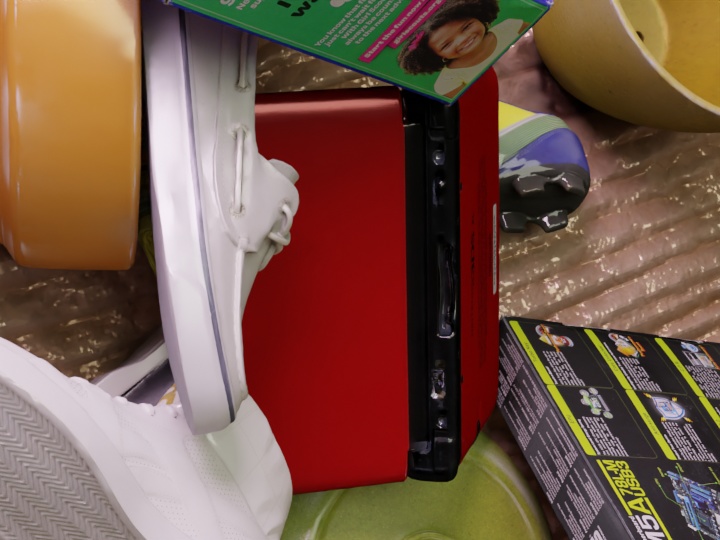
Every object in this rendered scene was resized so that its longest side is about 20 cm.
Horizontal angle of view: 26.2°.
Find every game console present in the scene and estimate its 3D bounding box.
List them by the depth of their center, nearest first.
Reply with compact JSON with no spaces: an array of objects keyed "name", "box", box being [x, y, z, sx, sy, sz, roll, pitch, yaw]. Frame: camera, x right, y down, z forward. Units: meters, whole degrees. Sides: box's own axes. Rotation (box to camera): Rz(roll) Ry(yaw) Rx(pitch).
[{"name":"game console","box":[0.000,0.000,0.797,0.172,0.117,0.202,-41,132,-68]}]

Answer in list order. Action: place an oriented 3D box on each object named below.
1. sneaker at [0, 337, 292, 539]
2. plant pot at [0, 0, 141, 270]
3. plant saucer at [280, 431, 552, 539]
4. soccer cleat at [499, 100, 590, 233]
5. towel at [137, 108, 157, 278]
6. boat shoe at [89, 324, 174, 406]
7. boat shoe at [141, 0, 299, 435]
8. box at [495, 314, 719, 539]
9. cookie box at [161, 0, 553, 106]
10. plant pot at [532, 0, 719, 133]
[{"name":"sneaker","box":[-0.107,0.077,0.688,0.200,0.073,0.116,49,30,-24]},{"name":"plant pot","box":[-0.196,-0.100,0.708,0.181,0.200,0.202,-1,79,-11]},{"name":"plant saucer","box":[0.032,0.172,0.845,0.198,0.031,0.202,6,77,-26]},{"name":"soccer cleat","box":[0.039,-0.068,0.893,0.198,0.065,0.084,4,48,-22]},{"name":"towel","box":[-0.102,-0.094,0.786,0.018,0.086,0.202,-5,69,0]},{"name":"boat shoe","box":[-0.082,0.050,0.789,0.200,0.074,0.061,-41,98,-25]},{"name":"boat shoe","box":[-0.059,-0.032,0.675,0.065,0.072,0.202,-5,74,-10]},{"name":"box","box":[0.185,0.110,0.861,0.191,0.048,0.201,5,34,-25]},{"name":"cookie box","box":[-0.031,-0.171,0.666,0.199,0.075,0.172,9,43,-53]},{"name":"plant pot","box":[0.181,-0.166,0.929,0.198,0.142,0.202,6,76,-26]}]
